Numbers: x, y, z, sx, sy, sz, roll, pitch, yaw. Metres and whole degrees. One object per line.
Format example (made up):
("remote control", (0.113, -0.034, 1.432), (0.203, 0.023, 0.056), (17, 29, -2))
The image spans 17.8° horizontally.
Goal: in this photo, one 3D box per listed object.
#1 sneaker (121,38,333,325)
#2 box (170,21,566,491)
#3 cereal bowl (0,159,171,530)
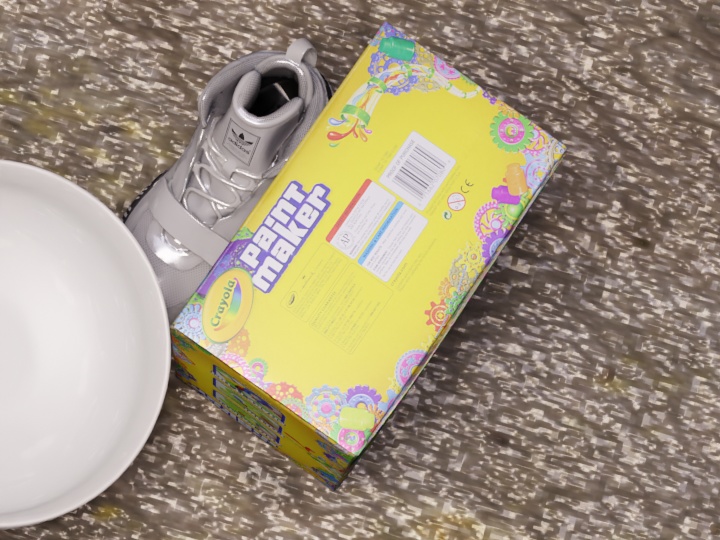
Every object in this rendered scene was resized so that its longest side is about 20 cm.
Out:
("sneaker", (-0.085, -0.050, 1.321), (0.075, 0.115, 0.200), (37, 80, 4))
("box", (0.000, 0.000, 1.277), (0.122, 0.193, 0.201), (34, 79, 3))
("cereal bowl", (-0.208, 0.043, 1.257), (0.198, 0.083, 0.202), (3, 81, -21))
